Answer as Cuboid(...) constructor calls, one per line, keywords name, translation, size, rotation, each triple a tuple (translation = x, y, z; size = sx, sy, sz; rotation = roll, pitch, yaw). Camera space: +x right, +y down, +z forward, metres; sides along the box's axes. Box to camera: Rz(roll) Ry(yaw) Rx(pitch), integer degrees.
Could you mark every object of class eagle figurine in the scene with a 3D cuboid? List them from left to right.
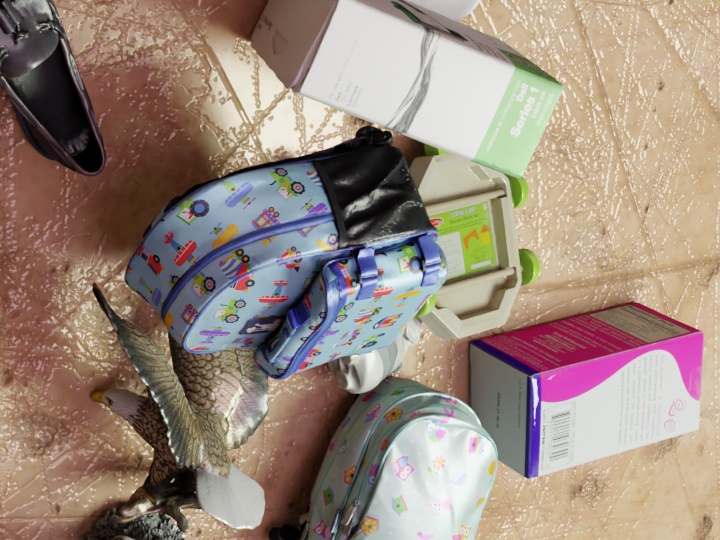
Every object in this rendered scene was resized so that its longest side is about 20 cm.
Cuboid(name="eagle figurine", translation=(-0.144, 0.099, 1.395), size=(0.150, 0.152, 0.201), rotation=(5, 110, -13))

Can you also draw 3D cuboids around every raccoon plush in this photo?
Cuboid(name="raccoon plush", translation=(-0.141, 0.264, 1.446), size=(0.200, 0.134, 0.097), rotation=(33, 87, -36))

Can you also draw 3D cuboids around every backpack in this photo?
Cuboid(name="backpack", translation=(-0.062, -0.002, 1.312), size=(0.200, 0.135, 0.183), rotation=(-12, 158, -35))
Cuboid(name="backpack", translation=(0.035, 0.196, 1.544), size=(0.167, 0.126, 0.201), rotation=(17, 94, -33))

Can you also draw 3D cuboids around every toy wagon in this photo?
Cuboid(name="toy wagon", translation=(0.084, -0.047, 1.519), size=(0.155, 0.039, 0.201), rotation=(-14, 97, -46))

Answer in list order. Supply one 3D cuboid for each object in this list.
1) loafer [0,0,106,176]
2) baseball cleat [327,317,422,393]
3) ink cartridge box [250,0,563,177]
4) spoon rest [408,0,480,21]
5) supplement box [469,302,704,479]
Cuboid(name="loafer", translation=(-0.228, -0.147, 1.263), size=(0.072, 0.063, 0.200), rotation=(-37, 137, -13))
Cuboid(name="baseball cleat", translation=(0.000, 0.000, 1.498), size=(0.106, 0.070, 0.201), rotation=(-28, 124, -40))
Cuboid(name="ink cartridge box", translation=(0.032, -0.159, 1.375), size=(0.200, 0.146, 0.085), rotation=(19, 105, -25))
Cuboid(name="spoon rest", translation=(0.059, -0.290, 1.425), size=(0.099, 0.061, 0.201), rotation=(-22, 117, -25))
Cuboid(name="supplement box", translation=(0.207, 0.106, 1.638), size=(0.199, 0.103, 0.102), rotation=(-11, 112, -28))
